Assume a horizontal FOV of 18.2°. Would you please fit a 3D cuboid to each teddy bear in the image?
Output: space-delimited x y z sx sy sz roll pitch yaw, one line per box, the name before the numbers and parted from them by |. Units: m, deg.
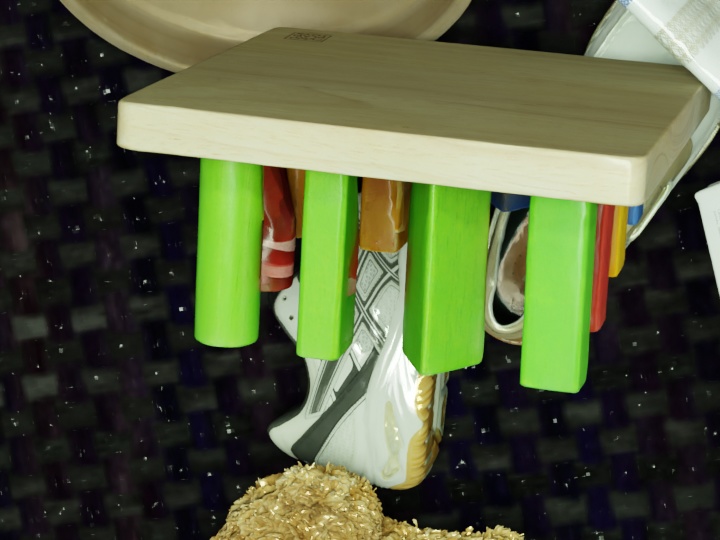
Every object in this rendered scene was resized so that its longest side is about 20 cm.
teddy bear | 0.027 0.154 1.040 0.199 0.145 0.067 25 56 3

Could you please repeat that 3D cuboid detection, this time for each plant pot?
plant pot | -0.042 -0.177 0.990 0.199 0.201 0.093 -3 55 10

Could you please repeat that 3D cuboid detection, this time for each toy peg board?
toy peg board | 0.028 -0.028 0.906 0.199 0.199 0.098 8 106 14

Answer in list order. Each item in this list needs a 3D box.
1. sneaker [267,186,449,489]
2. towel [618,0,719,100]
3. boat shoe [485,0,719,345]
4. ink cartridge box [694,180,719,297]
sneaker | 0.000 0.000 1.036 0.087 0.076 0.201 9 97 12
towel | 0.141 -0.152 0.962 0.200 0.147 0.024 45 134 0
boat shoe | 0.114 -0.053 1.011 0.074 0.068 0.201 28 101 5
ink cartridge box | 0.240 0.039 0.874 0.175 0.084 0.201 -22 75 47
